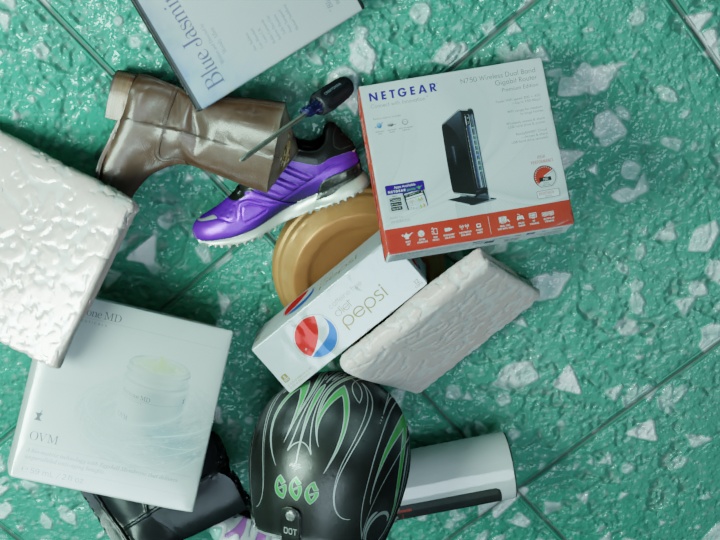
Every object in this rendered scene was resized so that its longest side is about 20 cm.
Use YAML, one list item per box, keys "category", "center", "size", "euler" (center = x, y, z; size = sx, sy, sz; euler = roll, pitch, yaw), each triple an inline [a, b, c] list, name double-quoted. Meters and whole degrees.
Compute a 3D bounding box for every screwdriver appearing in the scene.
- category: "screwdriver"
  center: [-0.067, -0.154, 1.362]
  size: [0.028, 0.200, 0.029]
  euler: [-24, 98, 42]

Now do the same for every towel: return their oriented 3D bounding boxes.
- category: "towel"
  center: [-0.348, -0.026, 1.381]
  size: [0.198, 0.032, 0.193]
  euler: [26, 92, 10]
- category: "towel"
  center: [0.093, 0.060, 1.517]
  size: [0.200, 0.032, 0.191]
  euler: [-40, 154, 14]

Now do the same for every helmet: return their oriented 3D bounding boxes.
- category: "helmet"
  center: [-0.033, 0.208, 1.525]
  size: [0.198, 0.200, 0.193]
  euler: [12, 84, -14]

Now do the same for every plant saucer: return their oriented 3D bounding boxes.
- category: "plant saucer"
  center: [0.000, 0.000, 1.527]
  size: [0.197, 0.038, 0.202]
  euler: [-3, 118, -6]

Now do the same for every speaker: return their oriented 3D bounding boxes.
- category: "speaker"
  center: [0.084, 0.252, 1.642]
  size: [0.197, 0.081, 0.082]
  euler: [-10, 119, -3]

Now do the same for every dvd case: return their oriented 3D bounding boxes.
- category: "dvd case"
  center: [-0.114, -0.270, 1.340]
  size: [0.199, 0.018, 0.144]
  euler: [-32, 106, -3]

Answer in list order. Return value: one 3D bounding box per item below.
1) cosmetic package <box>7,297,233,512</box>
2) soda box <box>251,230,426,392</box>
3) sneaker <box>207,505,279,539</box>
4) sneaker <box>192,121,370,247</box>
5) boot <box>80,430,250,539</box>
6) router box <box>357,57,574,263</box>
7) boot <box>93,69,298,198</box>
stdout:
- category: "cosmetic package"
  center: [-0.261, 0.138, 1.471]
  size: [0.197, 0.123, 0.202]
  euler: [14, 84, -15]
- category: "soda box"
  center: [-0.023, 0.040, 1.481]
  size: [0.199, 0.064, 0.068]
  euler: [-39, 103, 12]
- category: "sneaker"
  center: [-0.095, 0.307, 1.664]
  size: [0.140, 0.078, 0.200]
  euler: [-39, 117, 4]
- category: "sneaker"
  center: [-0.097, -0.100, 1.447]
  size: [0.198, 0.070, 0.100]
  euler: [-23, 111, 2]
- category: "boot"
  center: [-0.241, 0.231, 1.583]
  size: [0.167, 0.076, 0.201]
  euler: [-33, 82, -9]
- category: "router box"
  center: [0.106, -0.115, 1.415]
  size: [0.197, 0.049, 0.182]
  euler: [-10, 81, -4]
- category: "boot"
  center: [-0.170, -0.102, 1.406]
  size: [0.198, 0.064, 0.188]
  euler: [13, 114, 3]
